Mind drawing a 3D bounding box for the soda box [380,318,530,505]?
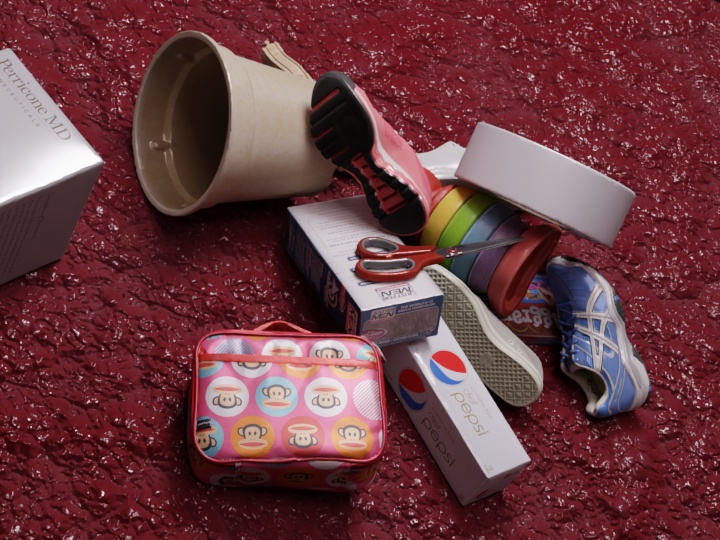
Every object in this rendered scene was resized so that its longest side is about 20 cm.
[{"bbox_3d":[0.097,0.147,1.599,0.064,0.068,0.200,-17,64,-34],"label":"soda box"}]

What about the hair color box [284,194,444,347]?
[{"bbox_3d":[0.000,0.000,1.616,0.100,0.061,0.200,-11,39,-23],"label":"hair color box"}]

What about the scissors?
[{"bbox_3d":[0.089,-0.013,1.591,0.200,0.014,0.073,0,34,-12],"label":"scissors"}]

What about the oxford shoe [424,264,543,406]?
[{"bbox_3d":[0.130,0.070,1.668,0.200,0.075,0.058,45,27,-1],"label":"oxford shoe"}]

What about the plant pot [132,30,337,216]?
[{"bbox_3d":[-0.125,-0.154,1.653,0.183,0.200,0.201,4,53,-39],"label":"plant pot"}]

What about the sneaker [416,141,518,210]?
[{"bbox_3d":[0.137,-0.125,1.833,0.200,0.075,0.089,0,44,-26],"label":"sneaker"}]

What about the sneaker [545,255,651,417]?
[{"bbox_3d":[0.265,0.077,1.716,0.077,0.076,0.200,-24,84,-30],"label":"sneaker"}]

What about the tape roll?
[{"bbox_3d":[0.211,-0.098,1.701,0.202,0.202,0.071,25,93,-1],"label":"tape roll"}]

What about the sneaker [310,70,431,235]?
[{"bbox_3d":[0.013,-0.134,1.633,0.200,0.074,0.087,57,28,-11],"label":"sneaker"}]

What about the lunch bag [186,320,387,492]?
[{"bbox_3d":[-0.074,0.130,1.496,0.200,0.082,0.176,2,57,-8],"label":"lunch bag"}]

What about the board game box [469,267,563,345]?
[{"bbox_3d":[0.165,0.038,1.752,0.200,0.019,0.103,3,55,-25],"label":"board game box"}]

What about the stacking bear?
[{"bbox_3d":[0.111,-0.051,1.709,0.200,0.122,0.114,34,11,18],"label":"stacking bear"}]

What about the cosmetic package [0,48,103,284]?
[{"bbox_3d":[-0.397,-0.084,1.456,0.200,0.166,0.167,-29,72,-41],"label":"cosmetic package"}]

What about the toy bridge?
[{"bbox_3d":[-0.067,-0.209,1.770,0.027,0.067,0.200,-28,60,-11],"label":"toy bridge"}]
